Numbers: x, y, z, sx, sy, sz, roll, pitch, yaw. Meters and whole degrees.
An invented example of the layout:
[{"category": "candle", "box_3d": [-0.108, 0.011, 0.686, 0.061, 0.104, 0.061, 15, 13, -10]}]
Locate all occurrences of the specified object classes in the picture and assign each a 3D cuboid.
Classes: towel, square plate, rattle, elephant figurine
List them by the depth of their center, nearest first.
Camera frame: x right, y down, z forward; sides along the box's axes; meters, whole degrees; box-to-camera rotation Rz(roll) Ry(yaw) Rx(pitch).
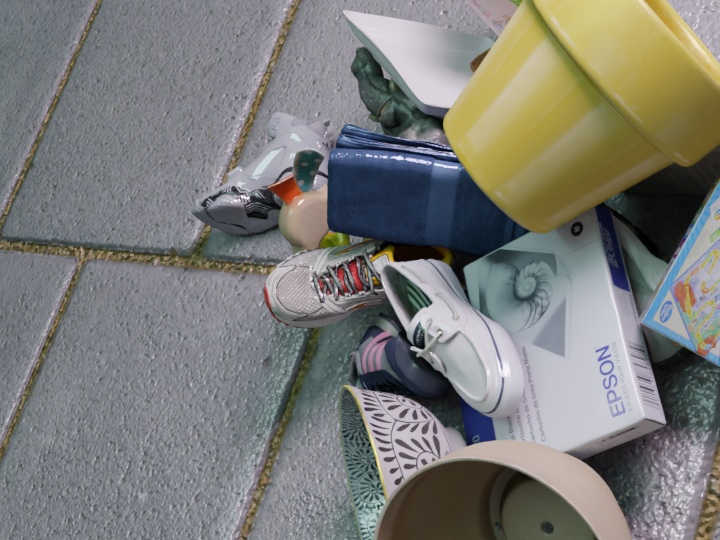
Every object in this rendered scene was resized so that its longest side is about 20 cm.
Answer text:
[{"category": "towel", "box_3d": [0.067, -0.069, 1.114, 0.197, 0.113, 0.049, 8, 43, 2]}, {"category": "square plate", "box_3d": [0.098, -0.197, 1.214, 0.201, 0.196, 0.029, 56, 133, 45]}, {"category": "elephant figurine", "box_3d": [0.068, -0.136, 1.223, 0.140, 0.156, 0.201, -14, 34, 20]}, {"category": "rattle", "box_3d": [-0.061, -0.067, 1.254, 0.131, 0.199, 0.143, -49, 44, 8]}]

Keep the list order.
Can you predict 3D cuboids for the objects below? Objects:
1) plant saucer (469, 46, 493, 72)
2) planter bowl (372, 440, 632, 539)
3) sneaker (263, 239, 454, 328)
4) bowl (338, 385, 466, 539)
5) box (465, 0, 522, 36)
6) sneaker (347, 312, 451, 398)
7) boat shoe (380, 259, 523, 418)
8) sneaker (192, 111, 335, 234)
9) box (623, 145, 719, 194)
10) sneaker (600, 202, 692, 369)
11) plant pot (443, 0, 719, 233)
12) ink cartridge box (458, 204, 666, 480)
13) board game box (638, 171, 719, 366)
[{"category": "plant saucer", "box_3d": [0.202, -0.193, 1.122, 0.198, 0.199, 0.036, -12, 85, 37]}, {"category": "planter bowl", "box_3d": [0.125, 0.216, 0.916, 0.198, 0.134, 0.204, 8, 106, 28]}, {"category": "sneaker", "box_3d": [0.000, 0.000, 1.167, 0.082, 0.197, 0.079, 136, 117, -71]}, {"category": "bowl", "box_3d": [0.048, 0.191, 1.050, 0.093, 0.202, 0.202, -11, 48, -10]}, {"category": "box", "box_3d": [0.175, -0.295, 1.181, 0.100, 0.199, 0.114, -15, 56, 35]}, {"category": "sneaker", "box_3d": [0.033, 0.101, 1.128, 0.082, 0.070, 0.200, -54, 9, 1]}, {"category": "boat shoe", "box_3d": [0.070, 0.058, 1.033, 0.200, 0.066, 0.074, -126, 47, -54]}, {"category": "sneaker", "box_3d": [-0.110, -0.115, 1.424, 0.198, 0.075, 0.117, -11, 58, 31]}, {"category": "box", "box_3d": [0.302, -0.119, 1.041, 0.198, 0.095, 0.079, 6, 69, 42]}, {"category": "sneaker", "box_3d": [0.230, 0.004, 1.047, 0.080, 0.074, 0.201, -49, 43, 14]}, {"category": "plant pot", "box_3d": [0.174, -0.137, 0.952, 0.189, 0.200, 0.202, -42, 44, 21]}, {"category": "ink cartridge box", "box_3d": [0.147, 0.071, 1.021, 0.199, 0.040, 0.202, -31, 55, 35]}, {"category": "board game box", "box_3d": [0.322, -0.016, 0.923, 0.133, 0.034, 0.202, 29, 97, 8]}]
